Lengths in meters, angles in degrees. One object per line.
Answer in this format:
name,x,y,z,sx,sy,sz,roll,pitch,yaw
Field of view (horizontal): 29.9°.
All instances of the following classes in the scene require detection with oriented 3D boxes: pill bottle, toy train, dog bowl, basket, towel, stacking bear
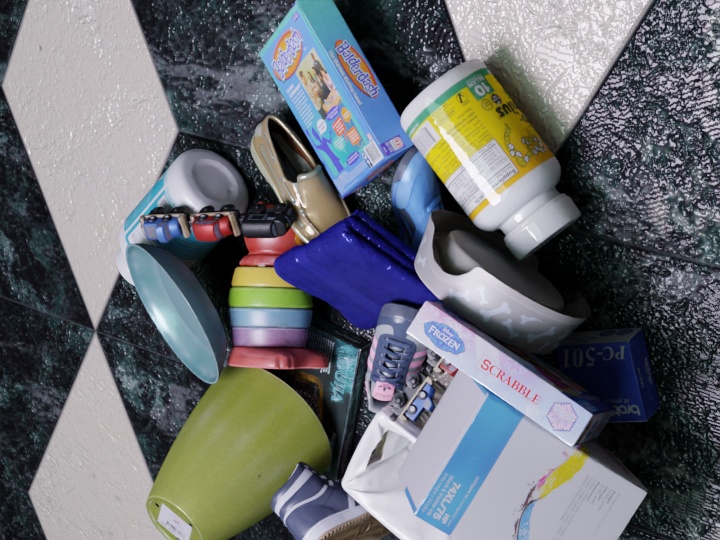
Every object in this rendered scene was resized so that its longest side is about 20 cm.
pill bottle,-0.237,-0.058,1.729,0.111,0.111,0.200,53,129,7
toy train,-0.176,-0.054,1.602,0.198,0.046,0.034,-1,129,19
dog bowl,0.144,0.014,1.421,0.200,0.200,0.059,38,106,18
toy train,0.102,0.096,1.531,0.046,0.034,0.200,37,88,12
basket,0.101,0.248,1.594,0.200,0.123,0.136,39,126,18
towel,0.000,0.000,1.535,0.147,0.050,0.200,33,156,-16
stacking bear,-0.106,0.017,1.651,0.113,0.121,0.202,0,87,31
pill bottle,0.142,-0.114,1.434,0.113,0.113,0.201,-42,81,38

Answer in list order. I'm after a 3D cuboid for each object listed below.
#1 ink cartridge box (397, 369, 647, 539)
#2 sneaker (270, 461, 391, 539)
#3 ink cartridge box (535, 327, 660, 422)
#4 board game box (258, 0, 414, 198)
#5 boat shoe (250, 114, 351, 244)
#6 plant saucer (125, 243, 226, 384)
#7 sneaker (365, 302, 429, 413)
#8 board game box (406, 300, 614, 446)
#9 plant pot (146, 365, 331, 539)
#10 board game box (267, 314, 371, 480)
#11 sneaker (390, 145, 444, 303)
ink cartridge box,0.165,0.220,1.406,0.199,0.147,0.147,31,94,-9
sneaker,-0.022,0.281,1.657,0.108,0.199,0.070,40,120,30
ink cartridge box,0.227,0.120,1.506,0.199,0.044,0.095,-6,105,37
board game box,-0.030,-0.198,1.532,0.201,0.045,0.152,60,156,1
boat shoe,-0.064,-0.097,1.600,0.200,0.071,0.076,51,157,8
plant saucer,-0.220,0.046,1.658,0.200,0.036,0.201,46,156,27
sneaker,0.042,0.106,1.554,0.070,0.083,0.200,17,155,7
board game box,0.160,0.105,1.392,0.199,0.200,0.041,34,96,16
plant pot,-0.168,0.253,1.686,0.186,0.200,0.188,25,140,24
board game box,-0.062,0.157,1.737,0.135,0.028,0.201,25,119,26
sneaker,0.081,-0.048,1.518,0.078,0.066,0.201,25,135,32
